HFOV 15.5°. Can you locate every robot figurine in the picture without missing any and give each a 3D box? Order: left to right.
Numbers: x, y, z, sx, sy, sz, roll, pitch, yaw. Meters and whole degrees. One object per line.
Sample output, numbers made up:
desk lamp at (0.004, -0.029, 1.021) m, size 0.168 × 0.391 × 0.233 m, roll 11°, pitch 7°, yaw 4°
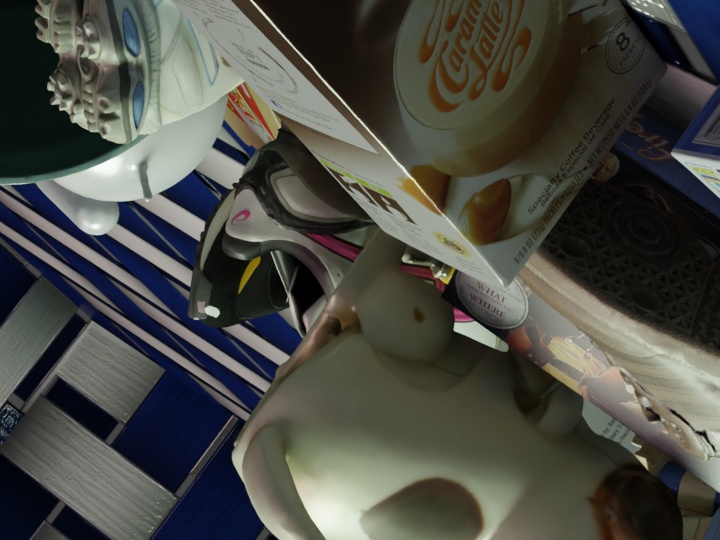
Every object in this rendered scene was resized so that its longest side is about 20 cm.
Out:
robot figurine at (-0.140, -0.107, 1.379) m, size 0.112 × 0.171 × 0.200 m, roll -7°, pitch -152°, yaw -27°

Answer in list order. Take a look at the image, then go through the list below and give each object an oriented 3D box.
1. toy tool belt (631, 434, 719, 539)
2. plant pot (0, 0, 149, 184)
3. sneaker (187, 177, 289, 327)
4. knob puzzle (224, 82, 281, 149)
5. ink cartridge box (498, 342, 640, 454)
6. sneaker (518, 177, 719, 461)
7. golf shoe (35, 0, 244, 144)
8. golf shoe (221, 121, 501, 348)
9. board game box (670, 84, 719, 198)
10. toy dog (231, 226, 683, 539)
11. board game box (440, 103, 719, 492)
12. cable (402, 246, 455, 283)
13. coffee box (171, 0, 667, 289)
toy tool belt at (0.169, 0.132, 1.295) m, size 0.123 × 0.200 × 0.125 m, roll 16°, pitch 138°, yaw 41°
plant pot at (-0.167, -0.160, 1.237) m, size 0.200 × 0.200 × 0.134 m, roll 41°, pitch -165°, yaw -26°
sneaker at (-0.020, -0.016, 1.487) m, size 0.090 × 0.070 × 0.200 m, roll 20°, pitch -152°, yaw 19°
knob puzzle at (-0.088, -0.142, 1.438) m, size 0.220 × 0.030 × 0.220 m, roll 50°, pitch 171°, yaw 11°
ink cartridge box at (0.106, 0.083, 1.481) m, size 0.200 × 0.145 × 0.084 m, roll 36°, pitch 171°, yaw 7°
sneaker at (0.130, 0.038, 1.065) m, size 0.199 × 0.070 × 0.076 m, roll 32°, pitch 132°, yaw 9°
golf shoe at (-0.091, -0.158, 1.147) m, size 0.078 × 0.097 × 0.201 m, roll 37°, pitch 135°, yaw 48°
golf shoe at (0.000, 0.000, 1.312) m, size 0.072 × 0.092 × 0.200 m, roll 27°, pitch 168°, yaw 46°
board game box at (0.233, 0.012, 0.931) m, size 0.199 × 0.043 × 0.200 m, roll 42°, pitch 170°, yaw -23°
toy dog at (0.053, 0.090, 1.192) m, size 0.199 × 0.140 × 0.194 m, roll 33°, pitch -158°, yaw -2°
board game box at (0.143, 0.018, 1.120) m, size 0.200 × 0.035 × 0.136 m, roll 35°, pitch 137°, yaw 8°
cable at (0.121, -0.006, 1.293) m, size 0.199 × 0.097 × 0.050 m, roll 21°, pitch -148°, yaw -32°
coffee box at (0.016, -0.098, 0.988) m, size 0.080 × 0.115 × 0.200 m, roll 28°, pitch 168°, yaw 44°
